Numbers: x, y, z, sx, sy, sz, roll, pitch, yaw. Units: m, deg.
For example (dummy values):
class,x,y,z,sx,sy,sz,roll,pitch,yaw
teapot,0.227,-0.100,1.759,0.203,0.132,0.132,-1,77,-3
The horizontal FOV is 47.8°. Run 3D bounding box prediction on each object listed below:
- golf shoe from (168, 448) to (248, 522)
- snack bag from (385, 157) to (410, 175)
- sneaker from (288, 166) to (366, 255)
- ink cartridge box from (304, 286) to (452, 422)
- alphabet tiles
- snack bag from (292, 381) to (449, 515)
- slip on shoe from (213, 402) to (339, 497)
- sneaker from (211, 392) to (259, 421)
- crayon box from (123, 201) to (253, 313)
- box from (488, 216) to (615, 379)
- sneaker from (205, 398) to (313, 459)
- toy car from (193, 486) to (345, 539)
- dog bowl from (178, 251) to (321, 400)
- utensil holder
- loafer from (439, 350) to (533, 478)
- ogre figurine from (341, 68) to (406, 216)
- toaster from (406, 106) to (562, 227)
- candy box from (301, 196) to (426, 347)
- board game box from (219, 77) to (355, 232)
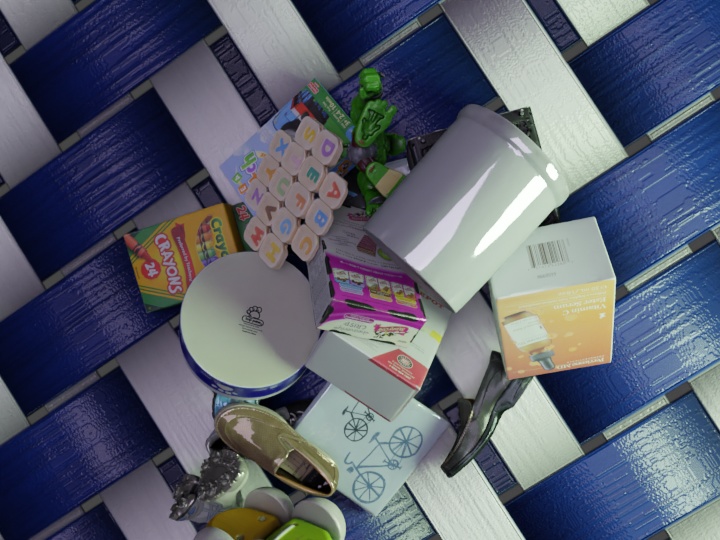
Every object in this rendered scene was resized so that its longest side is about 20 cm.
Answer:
class,x,y,z,sx,sy,sz,roll,pitch,yaw
golf shoe,-0.201,0.325,1.207,0.097,0.079,0.200,25,140,-25
snack bag,0.096,-0.080,1.216,0.199,0.021,0.190,-14,89,7
sneaker,-0.061,-0.085,1.215,0.199,0.073,0.082,-22,66,16
ink cartridge box,0.033,0.089,1.133,0.145,0.200,0.084,32,127,1
alphabet tiles,-0.095,-0.107,1.108,0.196,0.015,0.201,44,110,43
snack bag,0.001,0.246,1.204,0.200,0.021,0.189,36,97,-13
slip on shoe,-0.117,0.257,1.144,0.200,0.061,0.076,37,98,-11
sneaker,-0.149,0.141,1.211,0.095,0.079,0.201,16,74,3
crayon box,-0.248,-0.024,1.246,0.199,0.051,0.128,-18,89,7
box,0.256,0.043,1.101,0.151,0.200,0.107,-11,50,7
sneaker,-0.138,0.249,1.223,0.199,0.089,0.074,-17,88,6
toy car,-0.120,0.397,1.101,0.199,0.175,0.151,1,105,32
dog bowl,-0.155,0.078,1.148,0.199,0.079,0.201,4,70,-11
utensil holder,0.124,-0.074,0.996,0.170,0.170,0.200,43,88,4
loafer,0.172,0.211,1.195,0.072,0.073,0.200,35,86,12
ogre figurine,0.015,-0.164,1.083,0.098,0.120,0.201,-26,107,-1
toaster,0.173,-0.112,1.142,0.180,0.119,0.201,-16,90,0
candy box,0.000,0.000,1.090,0.136,0.201,0.061,14,130,-23
board game box,-0.097,-0.167,1.200,0.200,0.037,0.151,-42,60,7
